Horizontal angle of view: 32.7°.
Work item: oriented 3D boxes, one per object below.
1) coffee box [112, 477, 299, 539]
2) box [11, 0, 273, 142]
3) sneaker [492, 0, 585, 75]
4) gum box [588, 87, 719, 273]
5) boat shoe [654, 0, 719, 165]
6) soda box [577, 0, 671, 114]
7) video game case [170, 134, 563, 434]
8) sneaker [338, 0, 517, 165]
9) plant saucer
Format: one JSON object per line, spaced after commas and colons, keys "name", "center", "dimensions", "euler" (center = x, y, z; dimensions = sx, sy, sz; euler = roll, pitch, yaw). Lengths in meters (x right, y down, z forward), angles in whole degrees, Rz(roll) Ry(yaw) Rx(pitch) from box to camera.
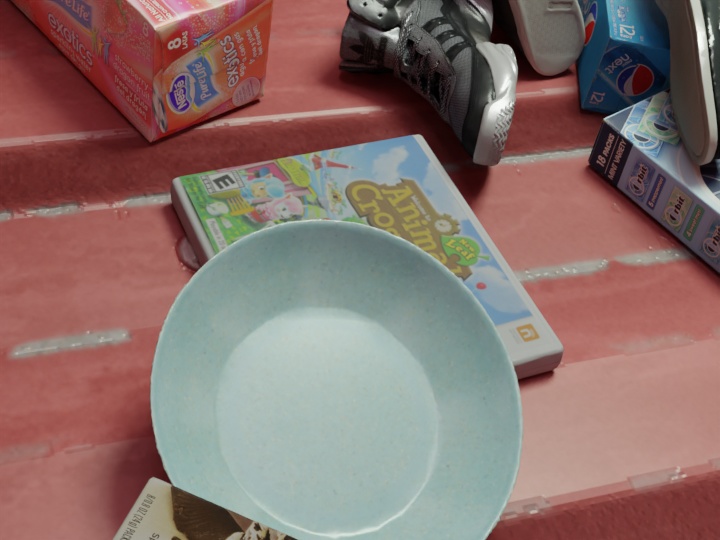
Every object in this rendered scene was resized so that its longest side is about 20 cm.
{"name": "coffee box", "center": [-0.027, 0.187, 0.519], "dimensions": [0.198, 0.080, 0.114], "euler": [21, 45, 8]}
{"name": "box", "center": [-0.159, -0.195, 0.847], "dimensions": [0.102, 0.095, 0.200], "euler": [-27, 57, -32]}
{"name": "sneaker", "center": [0.108, -0.247, 0.904], "dimensions": [0.070, 0.201, 0.099], "euler": [-28, 43, -9]}
{"name": "gum box", "center": [0.288, -0.059, 0.852], "dimensions": [0.169, 0.045, 0.200], "euler": [-25, 56, -31]}
{"name": "boat shoe", "center": [0.241, -0.166, 0.834], "dimensions": [0.059, 0.076, 0.203], "euler": [-1, 69, -3]}
{"name": "soda box", "center": [0.207, -0.208, 0.959], "dimensions": [0.063, 0.068, 0.202], "euler": [11, 45, -4]}
{"name": "video game case", "center": [0.000, 0.000, 0.746], "dimensions": [0.180, 0.022, 0.201], "euler": [-12, 50, -23]}
{"name": "sneaker", "center": [0.042, -0.143, 0.860], "dimensions": [0.112, 0.076, 0.201], "euler": [3, 40, -8]}
{"name": "plant saucer", "center": [-0.013, 0.072, 0.638], "dimensions": [0.198, 0.039, 0.204], "euler": [7, 64, -14]}
